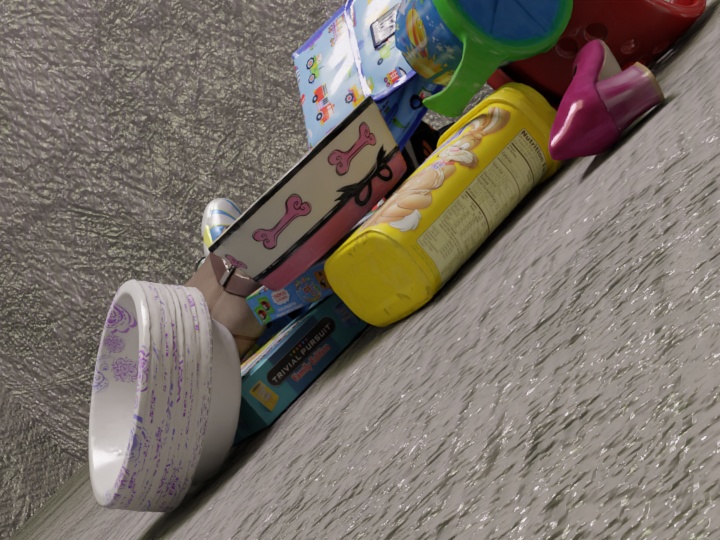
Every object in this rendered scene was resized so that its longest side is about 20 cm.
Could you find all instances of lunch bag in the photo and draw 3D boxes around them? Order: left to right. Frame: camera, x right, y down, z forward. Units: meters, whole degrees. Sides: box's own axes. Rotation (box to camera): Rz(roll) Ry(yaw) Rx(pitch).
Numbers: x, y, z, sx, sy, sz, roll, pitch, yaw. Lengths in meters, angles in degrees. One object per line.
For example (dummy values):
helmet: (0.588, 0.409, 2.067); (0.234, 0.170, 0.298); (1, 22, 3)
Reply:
lunch bag: (0.029, -0.213, 1.388); (0.200, 0.093, 0.152); (-45, 42, 36)

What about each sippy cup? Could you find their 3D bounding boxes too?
sippy cup: (0.096, -0.227, 1.204); (0.177, 0.140, 0.130); (-36, 1, -29)

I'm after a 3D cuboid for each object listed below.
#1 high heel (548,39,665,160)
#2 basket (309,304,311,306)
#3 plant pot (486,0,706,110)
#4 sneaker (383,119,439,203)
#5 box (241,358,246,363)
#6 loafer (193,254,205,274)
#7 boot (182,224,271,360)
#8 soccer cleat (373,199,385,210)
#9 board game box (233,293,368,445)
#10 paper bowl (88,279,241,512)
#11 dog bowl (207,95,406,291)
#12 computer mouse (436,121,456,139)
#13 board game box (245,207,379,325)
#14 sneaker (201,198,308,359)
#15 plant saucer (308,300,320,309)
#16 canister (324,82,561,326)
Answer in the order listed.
high heel: (0.175, -0.130, 1.109); (0.095, 0.068, 0.200); (-31, 18, 3)
basket: (-0.059, -0.012, 1.752); (0.199, 0.136, 0.180); (-40, -2, -23)
plant pot: (0.200, -0.254, 1.318); (0.183, 0.200, 0.200); (-49, -1, 33)
sneaker: (0.070, -0.091, 1.439); (0.070, 0.089, 0.202); (-56, 35, 38)
box: (-0.153, 0.099, 1.631); (0.200, 0.095, 0.100); (-37, 13, 52)
loafer: (-0.114, -0.025, 1.606); (0.198, 0.073, 0.063); (-13, -21, 22)
boot: (-0.159, 0.019, 1.473); (0.070, 0.200, 0.148); (3, -61, -43)
soccer cleat: (0.097, -0.107, 1.732); (0.199, 0.069, 0.085); (-39, -5, -2)
board game box: (-0.090, 0.104, 1.346); (0.151, 0.047, 0.200); (-45, 4, -30)
paper bowl: (-0.173, 0.114, 1.235); (0.200, 0.103, 0.204); (-173, 90, -67)
dog bowl: (-0.041, -0.062, 1.235); (0.200, 0.074, 0.200); (-43, 6, 5)
computer mouse: (0.031, -0.103, 1.602); (0.199, 0.046, 0.140); (-32, 6, -15)
board game box: (-0.006, -0.020, 1.323); (0.151, 0.037, 0.199); (-37, 8, -35)
sneaker: (-0.105, -0.001, 1.511); (0.075, 0.202, 0.105); (-6, -20, -48)
plant saucer: (0.000, 0.000, 1.514); (0.201, 0.027, 0.200); (-51, 9, 11)
canister: (0.072, -0.053, 1.167); (0.200, 0.087, 0.148); (-46, 5, -28)
